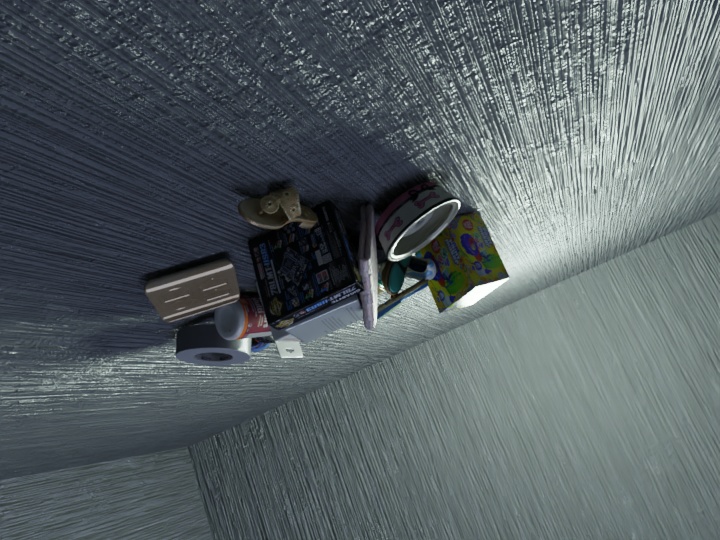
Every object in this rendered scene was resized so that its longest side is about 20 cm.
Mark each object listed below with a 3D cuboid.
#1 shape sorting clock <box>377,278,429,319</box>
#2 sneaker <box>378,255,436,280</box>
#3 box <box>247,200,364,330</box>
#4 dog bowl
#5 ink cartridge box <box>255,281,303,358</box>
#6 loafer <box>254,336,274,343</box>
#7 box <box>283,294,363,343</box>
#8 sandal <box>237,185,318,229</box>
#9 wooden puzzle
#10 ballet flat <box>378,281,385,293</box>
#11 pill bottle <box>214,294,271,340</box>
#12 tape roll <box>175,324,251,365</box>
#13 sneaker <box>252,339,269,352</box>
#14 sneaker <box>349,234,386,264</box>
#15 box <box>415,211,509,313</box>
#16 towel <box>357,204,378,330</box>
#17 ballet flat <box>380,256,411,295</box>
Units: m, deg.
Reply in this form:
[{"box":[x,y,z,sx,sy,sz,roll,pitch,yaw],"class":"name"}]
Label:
[{"box":[0.092,0.074,1.584,0.200,0.039,0.200,-34,173,-5],"class":"shape sorting clock"},{"box":[0.105,-0.013,1.639,0.199,0.072,0.073,1,138,16],"class":"sneaker"},{"box":[-0.112,-0.011,1.198,0.198,0.201,0.050,-27,151,13],"class":"box"},{"box":[0.118,-0.111,1.325,0.200,0.074,0.200,-33,163,-12],"class":"dog bowl"},{"box":[-0.175,0.111,1.499,0.067,0.201,0.116,-27,163,19],"class":"ink cartridge box"},{"box":[-0.303,0.148,1.700,0.068,0.071,0.200,-9,154,30],"class":"loafer"},{"box":[-0.103,0.031,1.346,0.171,0.201,0.199,-24,164,1],"class":"box"},{"box":[-0.133,-0.123,1.090,0.070,0.078,0.211,-50,159,20],"class":"sandal"},{"box":[-0.362,0.037,1.322,0.185,0.046,0.200,-18,158,-13],"class":"wooden puzzle"},{"box":[0.035,0.052,1.734,0.065,0.070,0.200,-57,169,7],"class":"ballet flat"},{"box":[-0.266,0.117,1.567,0.109,0.110,0.200,-34,160,35],"class":"pill bottle"},{"box":[-0.399,0.205,1.652,0.199,0.066,0.200,-1,159,0],"class":"tape roll"},{"box":[-0.276,0.181,1.847,0.199,0.075,0.079,-25,156,-16],"class":"sneaker"},{"box":[0.047,-0.065,1.452,0.114,0.076,0.199,-30,164,22],"class":"sneaker"},{"box":[0.267,-0.020,1.638,0.122,0.201,0.193,-12,160,-29],"class":"box"},{"box":[0.016,-0.009,1.285,0.032,0.191,0.200,-2,132,5],"class":"towel"},{"box":[0.085,-0.004,1.552,0.063,0.069,0.200,-15,-149,34],"class":"ballet flat"}]
